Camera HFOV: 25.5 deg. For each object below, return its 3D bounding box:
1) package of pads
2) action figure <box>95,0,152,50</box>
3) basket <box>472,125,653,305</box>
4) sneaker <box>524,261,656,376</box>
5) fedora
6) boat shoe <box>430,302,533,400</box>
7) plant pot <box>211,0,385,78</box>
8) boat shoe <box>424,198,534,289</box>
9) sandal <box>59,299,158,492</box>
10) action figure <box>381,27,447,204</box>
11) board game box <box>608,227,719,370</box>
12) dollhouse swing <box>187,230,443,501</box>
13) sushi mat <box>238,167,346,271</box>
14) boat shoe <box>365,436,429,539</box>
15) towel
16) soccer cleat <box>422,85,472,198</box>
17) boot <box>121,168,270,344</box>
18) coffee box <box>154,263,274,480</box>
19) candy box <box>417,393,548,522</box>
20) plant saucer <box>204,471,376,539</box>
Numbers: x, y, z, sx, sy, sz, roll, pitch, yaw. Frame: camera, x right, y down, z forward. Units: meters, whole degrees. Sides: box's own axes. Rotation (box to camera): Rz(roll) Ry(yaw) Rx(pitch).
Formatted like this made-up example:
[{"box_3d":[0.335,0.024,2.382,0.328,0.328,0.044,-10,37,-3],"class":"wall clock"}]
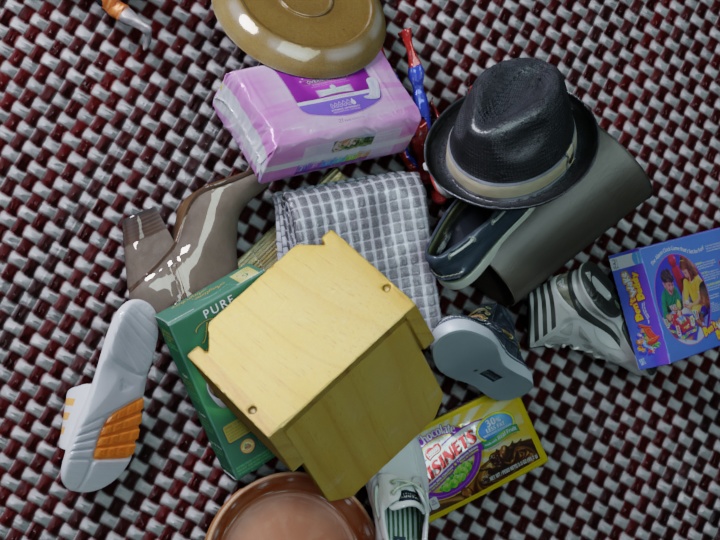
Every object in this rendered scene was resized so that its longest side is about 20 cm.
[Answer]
[{"box_3d":[-0.047,-0.172,1.724,0.200,0.076,0.121,-16,63,-31],"class":"package of pads"},{"box_3d":[-0.266,-0.361,1.695,0.193,0.105,0.200,34,76,-22],"class":"action figure"},{"box_3d":[0.198,-0.068,1.796,0.180,0.136,0.200,37,76,24],"class":"basket"},{"box_3d":[0.258,0.067,1.839,0.200,0.115,0.076,44,38,-39],"class":"sneaker"},{"box_3d":[0.159,-0.158,1.673,0.200,0.092,0.201,-2,47,3],"class":"fedora"},{"box_3d":[0.123,0.071,1.737,0.071,0.200,0.091,-24,59,17],"class":"boat shoe"},{"box_3d":[-0.063,-0.294,1.745,0.199,0.028,0.200,11,51,-14],"class":"plant pot"},{"box_3d":[0.134,-0.074,1.709,0.200,0.075,0.062,-51,138,-13],"class":"boat shoe"},{"box_3d":[-0.265,0.127,1.652,0.079,0.059,0.207,20,86,-45],"class":"sandal"},{"box_3d":[0.063,-0.171,1.809,0.065,0.052,0.201,-19,94,-15],"class":"action figure"},{"box_3d":[0.379,0.029,1.849,0.200,0.045,0.135,-12,86,-46],"class":"board game box"},{"box_3d":[-0.037,0.107,1.661,0.200,0.176,0.182,-43,65,-12],"class":"dollhouse swing"},{"box_3d":[-0.063,-0.016,1.764,0.200,0.012,0.096,-45,100,-18],"class":"sushi mat"},{"box_3d":[0.048,0.250,1.707,0.073,0.067,0.201,-2,77,-18],"class":"boat shoe"},{"box_3d":[0.000,0.000,1.727,0.165,0.086,0.201,-12,98,-21],"class":"towel"},{"box_3d":[0.135,-0.156,1.776,0.069,0.085,0.200,57,42,-23],"class":"soccer cleat"},{"box_3d":[-0.158,-0.014,1.702,0.200,0.070,0.147,-24,89,-11],"class":"boot"},{"box_3d":[-0.124,0.106,1.676,0.123,0.044,0.200,-31,116,-19],"class":"coffee box"},{"box_3d":[0.106,0.210,1.786,0.200,0.026,0.102,-24,87,-20],"class":"candy box"},{"box_3d":[-0.075,0.317,1.708,0.200,0.032,0.201,3,81,-19],"class":"plant saucer"}]
